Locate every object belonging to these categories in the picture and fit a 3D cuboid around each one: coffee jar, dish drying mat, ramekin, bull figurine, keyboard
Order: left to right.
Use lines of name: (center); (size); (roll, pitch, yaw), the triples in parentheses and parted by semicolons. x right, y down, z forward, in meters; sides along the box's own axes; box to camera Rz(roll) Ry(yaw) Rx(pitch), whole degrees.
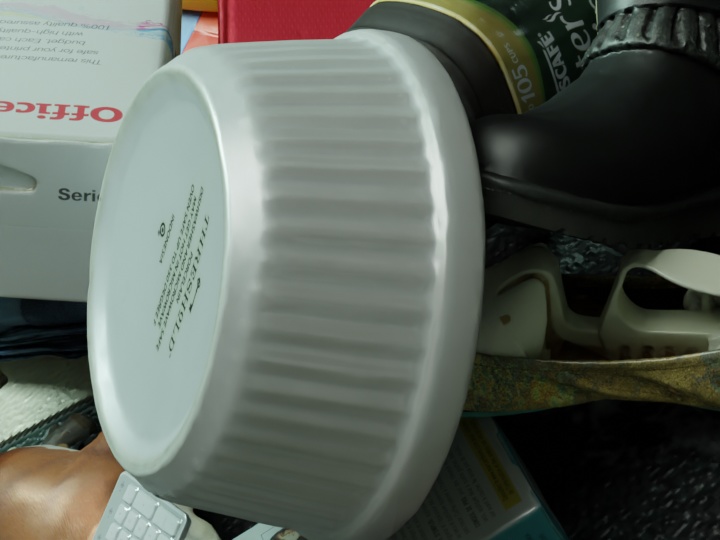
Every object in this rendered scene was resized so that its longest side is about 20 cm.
keyboard: (-0.121, 0.180, 1.049); (0.056, 0.011, 0.200); (28, 95, 59)
bull figurine: (-0.125, 0.101, 1.161); (0.200, 0.065, 0.121); (-2, 48, 33)
ramekin: (-0.037, 0.003, 1.007); (0.202, 0.094, 0.202); (-174, 90, -67)
dish drying mat: (0.033, -0.116, 1.215); (0.200, 0.018, 0.077); (4, 52, -10)
coffee jar: (0.076, -0.103, 1.137); (0.085, 0.104, 0.200); (18, 48, 41)

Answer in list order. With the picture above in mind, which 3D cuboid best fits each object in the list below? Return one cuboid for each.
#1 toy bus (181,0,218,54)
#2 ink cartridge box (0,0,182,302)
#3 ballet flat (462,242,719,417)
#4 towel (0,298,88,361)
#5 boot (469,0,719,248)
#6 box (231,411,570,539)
toy bus: (-0.030, -0.144, 1.306); (0.200, 0.136, 0.192); (10, 69, 39)
ink cartridge box: (-0.157, -0.075, 1.172); (0.145, 0.088, 0.200); (3, 31, -2)
ballet flat: (0.093, 0.020, 1.041); (0.200, 0.071, 0.071); (2, 49, 13)
towel: (-0.124, -0.005, 1.255); (0.200, 0.049, 0.112); (-8, 42, 52)
boot: (0.106, -0.093, 1.048); (0.079, 0.211, 0.158); (9, 99, 38)
box: (-0.015, 0.137, 1.055); (0.200, 0.049, 0.082); (-32, 37, 3)
